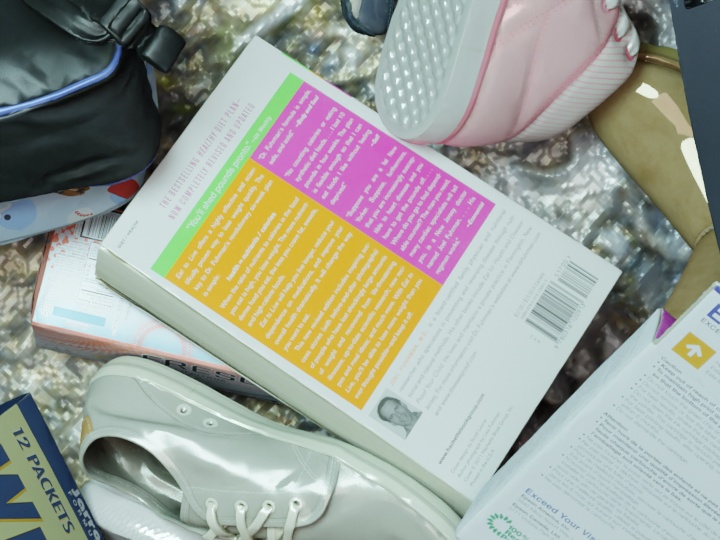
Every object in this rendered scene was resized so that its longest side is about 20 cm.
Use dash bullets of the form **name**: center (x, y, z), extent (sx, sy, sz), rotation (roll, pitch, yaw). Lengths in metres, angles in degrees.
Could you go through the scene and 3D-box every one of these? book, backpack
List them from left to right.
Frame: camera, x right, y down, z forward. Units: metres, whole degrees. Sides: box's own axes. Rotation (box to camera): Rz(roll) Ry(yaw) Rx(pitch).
- **backpack**: center (-0.181, -0.107, 1.294), extent (0.199, 0.154, 0.191), rotation (-12, 57, -2)
- **book**: center (0.000, 0.000, 1.306), extent (0.200, 0.048, 0.134), rotation (34, 70, 4)

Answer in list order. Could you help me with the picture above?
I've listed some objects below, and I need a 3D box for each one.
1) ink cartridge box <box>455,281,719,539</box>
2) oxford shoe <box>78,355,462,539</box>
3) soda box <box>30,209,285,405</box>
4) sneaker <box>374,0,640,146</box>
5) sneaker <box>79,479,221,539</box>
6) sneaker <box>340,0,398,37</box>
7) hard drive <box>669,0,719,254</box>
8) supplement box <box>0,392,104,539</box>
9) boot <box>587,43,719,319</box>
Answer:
- **ink cartridge box**: center (0.170, 0.107, 1.195), extent (0.196, 0.043, 0.200), rotation (38, 131, -5)
- **oxford shoe**: center (-0.042, 0.102, 1.308), extent (0.199, 0.075, 0.058), rotation (22, 55, 13)
- **soda box**: center (-0.051, 0.024, 1.354), extent (0.199, 0.068, 0.064), rotation (14, 79, -1)
- **sneaker**: center (0.085, -0.145, 1.303), extent (0.104, 0.075, 0.201), rotation (6, 114, -35)
- **sneaker**: center (-0.033, 0.116, 1.378), extent (0.199, 0.075, 0.089), rotation (16, 76, 1)
- **sneaker**: center (0.051, -0.196, 1.333), extent (0.086, 0.078, 0.201), rotation (21, 96, -6)
- **hard drive**: center (0.200, -0.062, 1.294), extent (0.042, 0.135, 0.201), rotation (-24, 66, 39)
- **supplement box**: center (-0.230, 0.175, 1.288), extent (0.199, 0.200, 0.135), rotation (-25, 97, 19)
- **boot**: center (0.150, 0.002, 1.291), extent (0.175, 0.200, 0.066), rotation (37, 128, -4)
